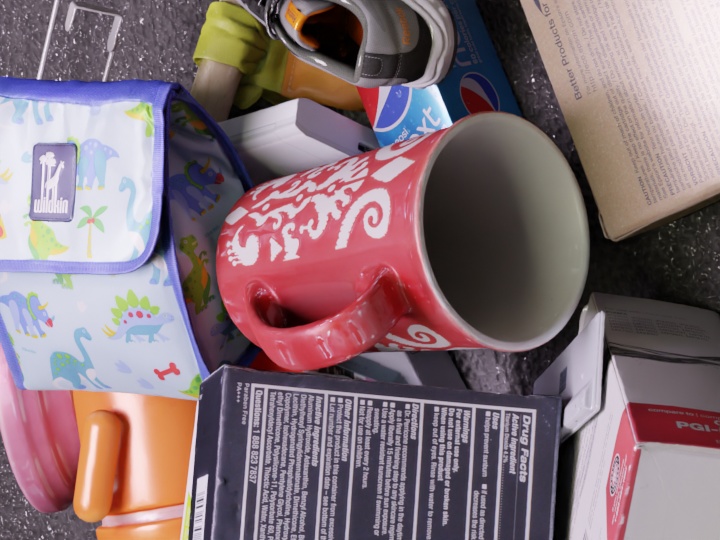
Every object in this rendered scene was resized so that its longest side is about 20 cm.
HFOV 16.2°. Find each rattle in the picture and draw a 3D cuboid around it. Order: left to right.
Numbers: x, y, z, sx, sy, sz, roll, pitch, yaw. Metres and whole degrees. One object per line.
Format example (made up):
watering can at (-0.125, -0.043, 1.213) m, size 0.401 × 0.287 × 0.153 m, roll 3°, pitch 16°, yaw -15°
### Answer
rattle at (-0.060, -0.106, 1.673) m, size 0.200 × 0.142 × 0.131 m, roll 110°, pitch 158°, yaw -48°

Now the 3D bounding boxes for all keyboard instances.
keyboard at (0.119, 0.072, 1.476) m, size 0.200 × 0.011 × 0.057 m, roll 117°, pitch 164°, yaw -75°

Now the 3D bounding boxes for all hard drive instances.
hard drive at (-0.064, -0.059, 1.620) m, size 0.199 × 0.132 × 0.026 m, roll -14°, pitch 63°, yaw 43°

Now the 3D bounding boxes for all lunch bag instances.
lunch bag at (-0.154, -0.026, 1.560) m, size 0.169 × 0.127 × 0.201 m, roll 2°, pitch 120°, yaw 32°

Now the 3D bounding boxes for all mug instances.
mug at (0.001, -0.012, 1.454) m, size 0.200 × 0.177 × 0.134 m, roll -8°, pitch 86°, yaw 49°

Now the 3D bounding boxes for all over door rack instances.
over door rack at (-0.190, -0.108, 1.728) m, size 0.148 × 0.066 × 0.201 m, roll -134°, pitch 44°, yaw -58°

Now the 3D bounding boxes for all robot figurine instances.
robot figurine at (-0.132, 0.123, 1.701) m, size 0.116 × 0.144 × 0.201 m, roll -10°, pitch 89°, yaw 2°

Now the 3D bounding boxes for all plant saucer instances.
plant saucer at (-0.214, 0.069, 1.779) m, size 0.051 × 0.201 × 0.202 m, roll -8°, pitch 97°, yaw 5°

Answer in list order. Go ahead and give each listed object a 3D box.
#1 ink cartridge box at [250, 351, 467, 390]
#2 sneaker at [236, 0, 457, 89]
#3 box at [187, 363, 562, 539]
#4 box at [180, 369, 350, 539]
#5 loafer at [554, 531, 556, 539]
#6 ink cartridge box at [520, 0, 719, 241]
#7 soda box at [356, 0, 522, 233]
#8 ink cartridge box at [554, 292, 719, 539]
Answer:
ink cartridge box at (0.002, 0.111, 1.662) m, size 0.173 × 0.043 × 0.201 m, roll -38°, pitch 75°, yaw 41°
sneaker at (-0.034, -0.168, 1.503) m, size 0.200 × 0.079 × 0.074 m, roll 33°, pitch 123°, yaw 34°
box at (0.002, 0.166, 1.456) m, size 0.123 × 0.197 × 0.201 m, roll 144°, pitch 131°, yaw -77°
box at (-0.056, 0.175, 1.601) m, size 0.113 × 0.101 × 0.201 m, roll -123°, pitch 39°, yaw -67°
loafer at (0.076, 0.201, 1.559) m, size 0.199 × 0.072 × 0.073 m, roll -9°, pitch 129°, yaw 33°
ink cartridge box at (0.181, -0.139, 1.407) m, size 0.164 × 0.075 × 0.201 m, roll -24°, pitch 85°, yaw 45°
soda box at (0.038, -0.128, 1.548) m, size 0.064 × 0.068 × 0.201 m, roll -28°, pitch 81°, yaw 43°
ink cartridge box at (0.165, 0.119, 1.409) m, size 0.082 × 0.200 × 0.147 m, roll 7°, pitch 113°, yaw -5°
